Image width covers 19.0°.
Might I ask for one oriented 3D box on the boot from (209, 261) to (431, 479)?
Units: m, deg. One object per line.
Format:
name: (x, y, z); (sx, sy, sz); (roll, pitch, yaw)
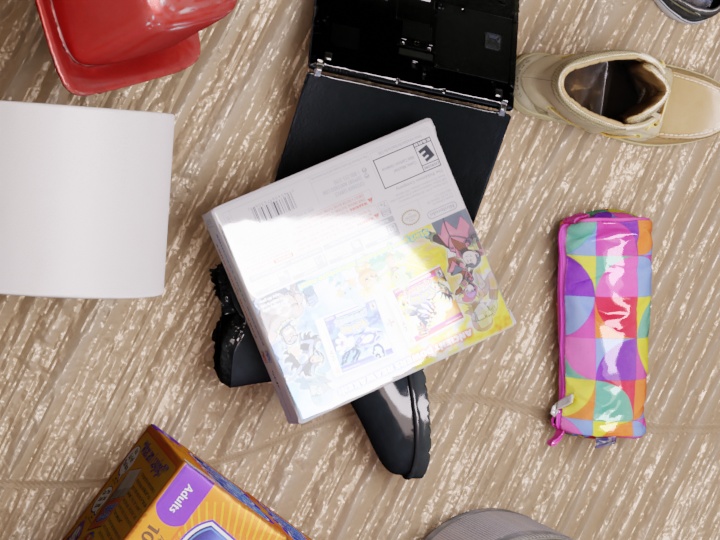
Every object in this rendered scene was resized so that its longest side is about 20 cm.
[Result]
boot: (-0.035, 0.081, 1.759); (0.167, 0.076, 0.201); (-7, 92, -14)

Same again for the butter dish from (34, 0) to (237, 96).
butter dish: (-0.154, -0.250, 1.632); (0.147, 0.199, 0.201); (-11, 97, 31)

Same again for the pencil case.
pencil case: (0.202, 0.049, 1.810); (0.088, 0.088, 0.201); (2, 92, -13)

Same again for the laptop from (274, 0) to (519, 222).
laptop: (0.030, -0.154, 1.791); (0.176, 0.103, 0.201); (11, 66, -14)

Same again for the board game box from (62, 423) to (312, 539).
board game box: (-0.134, 0.270, 1.687); (0.200, 0.200, 0.200); (38, 86, -13)

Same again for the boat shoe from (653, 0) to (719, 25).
boat shoe: (0.234, -0.287, 1.803); (0.200, 0.057, 0.069); (44, 84, -13)

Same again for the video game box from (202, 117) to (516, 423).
video game box: (0.000, 0.000, 1.712); (0.199, 0.047, 0.183); (-23, 91, -17)

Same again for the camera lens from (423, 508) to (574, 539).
camera lens: (0.128, 0.284, 1.745); (0.159, 0.200, 0.161); (-1, 94, -17)

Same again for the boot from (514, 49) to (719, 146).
boot: (0.232, -0.142, 1.763); (0.199, 0.155, 0.073); (10, 92, -13)

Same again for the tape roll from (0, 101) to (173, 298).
tape roll: (-0.244, -0.056, 1.630); (0.202, 0.203, 0.140); (4, 93, -13)
